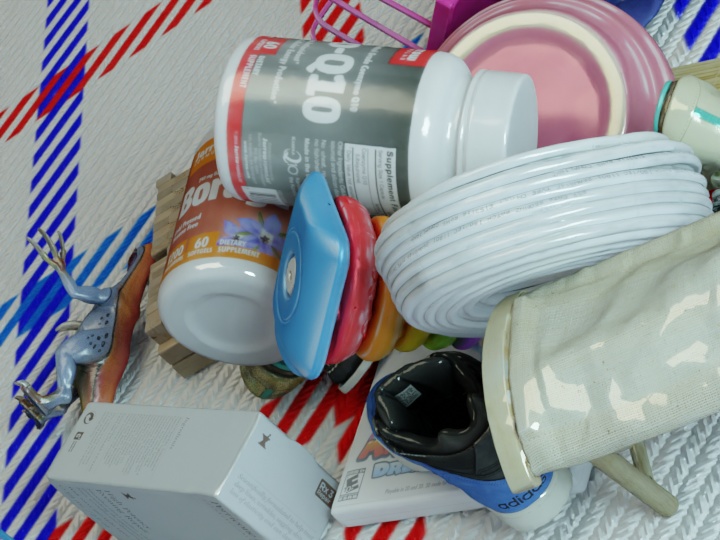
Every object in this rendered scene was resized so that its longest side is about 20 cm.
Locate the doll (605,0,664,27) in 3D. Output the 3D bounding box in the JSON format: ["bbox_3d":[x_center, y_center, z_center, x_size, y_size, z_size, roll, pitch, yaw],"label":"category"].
[{"bbox_3d":[0.154,-0.157,1.516,0.136,0.049,0.200,13,55,45],"label":"doll"}]

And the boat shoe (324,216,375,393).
[{"bbox_3d":[0.000,0.000,1.506,0.076,0.060,0.200,-45,20,45],"label":"boat shoe"}]

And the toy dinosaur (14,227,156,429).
[{"bbox_3d":[-0.207,0.058,1.702,0.200,0.105,0.181,40,69,20],"label":"toy dinosaur"}]

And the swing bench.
[{"bbox_3d":[0.193,0.039,1.119,0.199,0.200,0.130,-23,68,27],"label":"swing bench"}]

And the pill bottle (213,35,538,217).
[{"bbox_3d":[0.012,-0.094,1.374,0.199,0.114,0.114,6,54,17],"label":"pill bottle"}]

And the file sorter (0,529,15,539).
[{"bbox_3d":[-0.293,0.299,1.456,0.200,0.123,0.139,-39,33,10],"label":"file sorter"}]

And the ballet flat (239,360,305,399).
[{"bbox_3d":[-0.047,0.015,1.561,0.071,0.071,0.200,-15,41,36],"label":"ballet flat"}]

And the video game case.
[{"bbox_3d":[0.083,0.081,1.378,0.200,0.024,0.182,-14,44,38],"label":"video game case"}]

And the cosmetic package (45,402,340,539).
[{"bbox_3d":[-0.120,0.151,1.451,0.200,0.102,0.074,-1,53,48],"label":"cosmetic package"}]

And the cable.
[{"bbox_3d":[0.106,-0.017,1.197,0.200,0.200,0.069,-29,70,48],"label":"cable"}]

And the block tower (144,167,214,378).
[{"bbox_3d":[-0.136,-0.008,1.681,0.058,0.054,0.200,-29,37,21],"label":"block tower"}]

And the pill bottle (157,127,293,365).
[{"bbox_3d":[-0.076,-0.039,1.492,0.112,0.112,0.200,-20,42,32],"label":"pill bottle"}]

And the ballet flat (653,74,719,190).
[{"bbox_3d":[0.225,-0.079,1.296,0.069,0.070,0.200,-38,-9,9],"label":"ballet flat"}]

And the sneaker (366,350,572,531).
[{"bbox_3d":[0.043,0.086,1.293,0.077,0.111,0.200,-47,33,-5],"label":"sneaker"}]

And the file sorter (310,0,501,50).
[{"bbox_3d":[0.040,-0.237,1.583,0.139,0.125,0.200,-58,-8,-20],"label":"file sorter"}]

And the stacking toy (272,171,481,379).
[{"bbox_3d":[0.049,0.012,1.332,0.116,0.199,0.110,-112,31,-57],"label":"stacking toy"}]

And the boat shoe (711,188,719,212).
[{"bbox_3d":[0.242,-0.021,1.278,0.199,0.068,0.074,-41,34,5],"label":"boat shoe"}]

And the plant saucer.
[{"bbox_3d":[0.120,-0.102,1.424,0.200,0.051,0.201,-5,77,23],"label":"plant saucer"}]

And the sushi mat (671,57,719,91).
[{"bbox_3d":[0.215,-0.110,1.453,0.200,0.012,0.096,-8,47,41],"label":"sushi mat"}]
